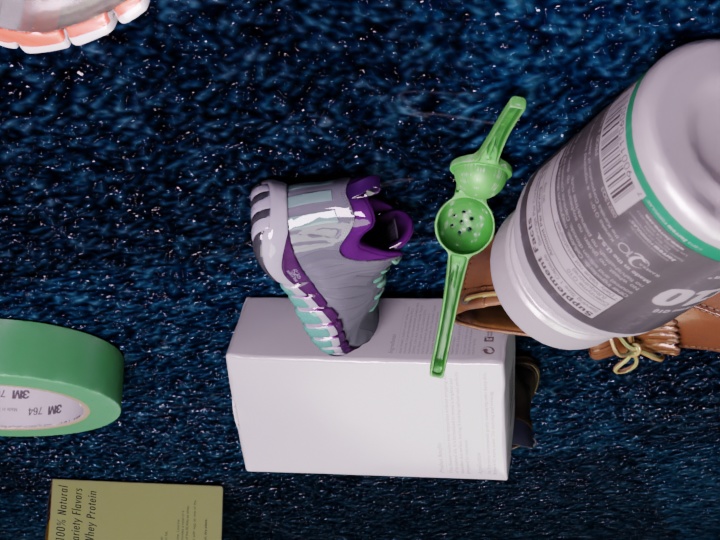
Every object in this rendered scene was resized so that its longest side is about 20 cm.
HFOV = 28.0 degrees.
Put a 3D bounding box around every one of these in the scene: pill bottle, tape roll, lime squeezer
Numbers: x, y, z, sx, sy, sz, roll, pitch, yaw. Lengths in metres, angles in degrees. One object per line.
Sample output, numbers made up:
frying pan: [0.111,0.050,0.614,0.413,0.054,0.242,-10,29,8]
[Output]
pill bottle: [0.151,-0.030,0.771,0.113,0.114,0.200,6,159,-18]
tape roll: [-0.296,0.092,1.189,0.199,0.048,0.201,-1,160,0]
lime squeezer: [0.062,-0.035,0.836,0.038,0.071,0.201,21,130,8]

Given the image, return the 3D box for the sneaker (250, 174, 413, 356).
sneaker: [0.000,0.000,0.913,0.087,0.075,0.200,-11,157,13]

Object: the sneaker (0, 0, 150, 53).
sneaker: [-0.151,-0.132,0.547,0.199,0.077,0.082,-9,152,19]

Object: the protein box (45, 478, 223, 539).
protein box: [-0.272,0.359,1.697,0.199,0.199,0.135,4,159,-13]

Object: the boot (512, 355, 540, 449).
boot: [0.108,0.115,1.187,0.074,0.097,0.200,-6,159,15]

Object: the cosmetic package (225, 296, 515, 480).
cosmetic package: [0.010,0.084,1.046,0.199,0.081,0.113,3,124,10]

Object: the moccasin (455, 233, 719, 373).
moccasin: [0.154,0.027,0.910,0.201,0.078,0.074,13,150,16]
